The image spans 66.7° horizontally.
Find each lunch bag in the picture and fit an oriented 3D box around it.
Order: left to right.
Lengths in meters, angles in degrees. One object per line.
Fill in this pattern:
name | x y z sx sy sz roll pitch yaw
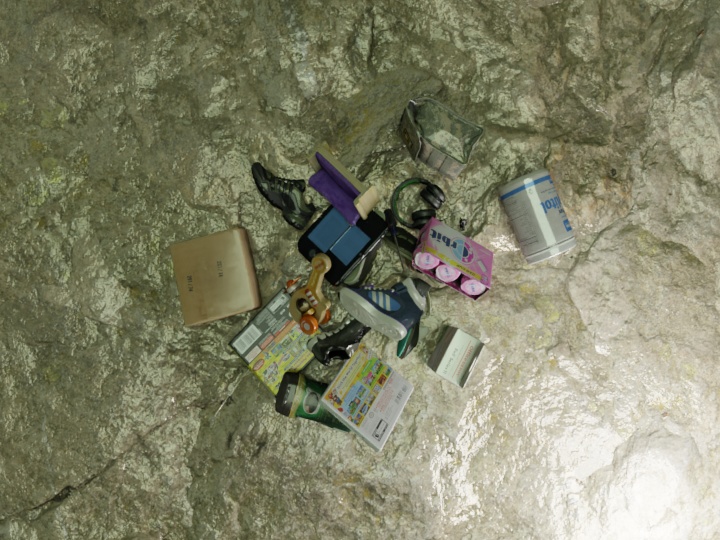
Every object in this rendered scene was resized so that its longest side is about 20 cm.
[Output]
lunch bag | 0.179 -0.324 1.328 0.197 0.164 0.119 30 85 1

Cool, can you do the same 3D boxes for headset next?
headset | 0.175 -0.154 1.379 0.196 0.094 0.126 22 91 16

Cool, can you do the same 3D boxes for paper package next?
paper package | -0.351 0.015 1.335 0.185 0.103 0.206 -14 88 0

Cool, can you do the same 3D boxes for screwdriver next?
screwdriver | 0.087 -0.071 1.336 0.027 0.029 0.204 -20 57 10

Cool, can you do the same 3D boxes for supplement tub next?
supplement tub | 0.433 -0.133 1.341 0.129 0.132 0.204 -22 88 -2

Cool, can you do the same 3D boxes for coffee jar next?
coffee jar | -0.105 0.316 1.320 0.195 0.085 0.107 18 84 -9

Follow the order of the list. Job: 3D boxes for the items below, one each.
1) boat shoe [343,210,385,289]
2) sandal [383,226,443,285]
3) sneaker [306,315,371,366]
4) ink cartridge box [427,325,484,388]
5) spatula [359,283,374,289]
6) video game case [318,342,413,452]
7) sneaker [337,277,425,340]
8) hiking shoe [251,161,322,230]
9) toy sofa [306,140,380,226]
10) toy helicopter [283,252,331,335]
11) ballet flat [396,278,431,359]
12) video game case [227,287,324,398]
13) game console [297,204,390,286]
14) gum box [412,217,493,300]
boat shoe | 0.011 -0.050 1.351 0.070 0.061 0.205 18 73 30
sandal | 0.139 -0.035 1.370 0.200 0.058 0.079 40 52 17
sneaker | -0.028 0.170 1.326 0.196 0.067 0.091 -26 52 -17
ink cartridge box | 0.221 0.198 1.285 0.066 0.200 0.119 28 87 1
spatula | 0.000 0.000 1.382 0.055 0.021 0.206 -11 87 0
video game case | 0.018 0.296 1.307 0.181 0.023 0.201 39 47 0
sneaker | 0.060 0.063 1.313 0.197 0.081 0.147 30 59 19
hiking shoe | -0.188 -0.203 1.371 0.101 0.076 0.201 -43 98 -11
toy sofa | -0.052 -0.210 1.327 0.097 0.083 0.200 -42 65 -4
toy helicopter | -0.122 0.042 1.299 0.131 0.079 0.203 32 122 17
ballet flat | 0.141 0.123 1.358 0.067 0.068 0.206 12 87 -12
video game case | -0.202 0.180 1.368 0.200 0.026 0.181 -44 88 -3
game console | -0.046 -0.082 1.338 0.200 0.031 0.176 -47 55 -2
gum box | 0.221 -0.030 1.318 0.197 0.066 0.115 28 51 -12
